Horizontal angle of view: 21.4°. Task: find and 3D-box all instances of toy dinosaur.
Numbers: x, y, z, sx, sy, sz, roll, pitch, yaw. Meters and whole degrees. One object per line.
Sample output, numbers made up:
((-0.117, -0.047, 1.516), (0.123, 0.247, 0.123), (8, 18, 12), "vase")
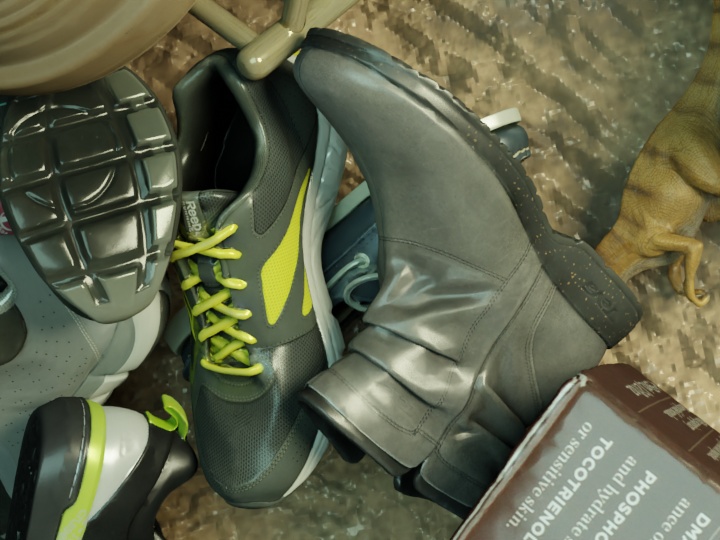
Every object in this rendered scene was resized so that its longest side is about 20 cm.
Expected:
((0.150, -0.053, 0.831), (0.106, 0.060, 0.200), (25, 94, 16), "toy dinosaur")

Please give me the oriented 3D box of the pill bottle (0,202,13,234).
((-0.214, -0.010, 0.899), (0.200, 0.110, 0.110), (-33, 81, 12), "pill bottle")

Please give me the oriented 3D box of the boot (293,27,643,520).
((0.017, 0.008, 0.775), (0.200, 0.070, 0.132), (44, 82, -20), "boot")

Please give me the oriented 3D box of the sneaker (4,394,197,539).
((-0.117, 0.146, 0.840), (0.083, 0.072, 0.200), (7, 116, -20), "sneaker")

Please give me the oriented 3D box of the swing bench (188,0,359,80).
((-0.038, -0.213, 0.823), (0.199, 0.200, 0.130), (38, 136, 22), "swing bench")

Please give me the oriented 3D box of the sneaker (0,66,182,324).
((-0.127, -0.068, 0.794), (0.075, 0.079, 0.200), (-16, 76, -17), "sneaker")

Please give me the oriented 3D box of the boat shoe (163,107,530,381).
((0.000, 0.000, 0.861), (0.200, 0.075, 0.062), (-34, 79, 13), "boat shoe")

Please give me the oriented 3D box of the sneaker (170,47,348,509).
((-0.056, 0.000, 0.804), (0.074, 0.085, 0.200), (-4, 82, 31), "sneaker")

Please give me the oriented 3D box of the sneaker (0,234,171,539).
((-0.173, 0.047, 0.852), (0.200, 0.115, 0.075), (-57, 40, 36), "sneaker")

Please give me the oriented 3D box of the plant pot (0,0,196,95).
((-0.145, -0.168, 0.697), (0.201, 0.093, 0.201), (0, 89, 26), "plant pot")

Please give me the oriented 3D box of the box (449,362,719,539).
((0.129, 0.161, 0.774), (0.200, 0.166, 0.164), (38, 97, 12), "box")
